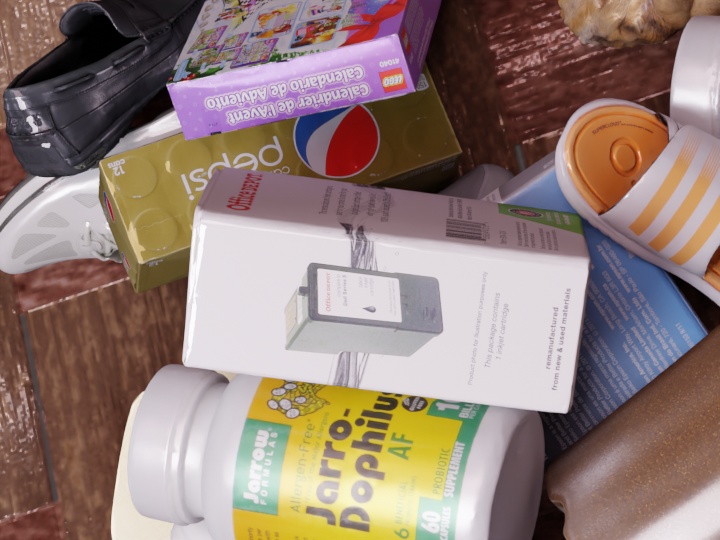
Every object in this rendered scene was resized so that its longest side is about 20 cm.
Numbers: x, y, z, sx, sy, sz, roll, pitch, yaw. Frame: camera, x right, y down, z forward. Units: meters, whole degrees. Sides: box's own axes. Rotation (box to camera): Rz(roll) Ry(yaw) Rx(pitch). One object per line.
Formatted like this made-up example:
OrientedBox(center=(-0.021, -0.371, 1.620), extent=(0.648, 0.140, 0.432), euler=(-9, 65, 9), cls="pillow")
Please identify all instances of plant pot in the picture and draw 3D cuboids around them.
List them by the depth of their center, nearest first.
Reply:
OrientedBox(center=(0.218, 0.110, 1.568), extent=(0.198, 0.200, 0.200), euler=(-35, 67, 15), cls="plant pot")

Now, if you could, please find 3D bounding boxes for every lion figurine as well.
OrientedBox(center=(0.213, -0.173, 1.701), extent=(0.200, 0.122, 0.072), euler=(-4, 71, 1), cls="lion figurine")

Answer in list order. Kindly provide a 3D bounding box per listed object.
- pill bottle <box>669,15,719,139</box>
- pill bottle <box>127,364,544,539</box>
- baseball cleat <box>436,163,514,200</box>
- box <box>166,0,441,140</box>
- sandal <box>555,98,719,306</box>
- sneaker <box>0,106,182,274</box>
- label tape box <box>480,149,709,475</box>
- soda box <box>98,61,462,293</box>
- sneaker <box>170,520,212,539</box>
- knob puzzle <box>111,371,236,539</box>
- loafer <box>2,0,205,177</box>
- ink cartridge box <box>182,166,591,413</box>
OrientedBox(center=(0.277, -0.091, 1.641), extent=(0.200, 0.111, 0.111), euler=(7, 77, 20), cls="pill bottle")
OrientedBox(center=(-0.014, 0.105, 1.556), extent=(0.200, 0.113, 0.113), euler=(10, 77, 18), cls="pill bottle")
OrientedBox(center=(0.000, 0.000, 1.708), extent=(0.106, 0.070, 0.200), euler=(41, 89, -20), cls="baseball cleat")
OrientedBox(center=(-0.025, -0.145, 1.725), extent=(0.137, 0.200, 0.039), euler=(-12, 115, 15), cls="box")
OrientedBox(center=(0.199, -0.029, 1.615), extent=(0.207, 0.059, 0.079), euler=(34, 64, -19), cls="sandal")
OrientedBox(center=(-0.123, -0.024, 1.769), extent=(0.200, 0.076, 0.115), euler=(-27, 66, 6), cls="sneaker")
OrientedBox(center=(0.078, 0.041, 1.661), extent=(0.200, 0.066, 0.143), euler=(-33, 97, 8), cls="label tape box")
OrientedBox(center=(-0.047, -0.055, 1.713), extent=(0.200, 0.064, 0.068), euler=(-20, 77, -10), cls="soda box")
OrientedBox(center=(-0.002, 0.150, 1.629), extent=(0.200, 0.075, 0.089), euler=(17, 121, 1), cls="sneaker")
OrientedBox(center=(-0.053, 0.139, 1.697), extent=(0.220, 0.030, 0.220), euler=(0, 91, -1), cls="knob puzzle")
OrientedBox(center=(-0.144, -0.132, 1.767), extent=(0.068, 0.070, 0.201), euler=(1, 36, 34), cls="loafer")
OrientedBox(center=(0.014, 0.008, 1.551), extent=(0.200, 0.146, 0.084), euler=(7, 101, 1), cls="ink cartridge box")
